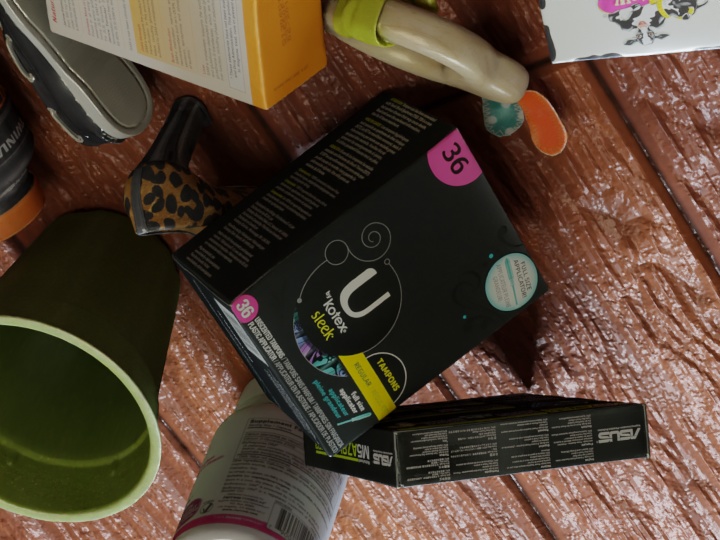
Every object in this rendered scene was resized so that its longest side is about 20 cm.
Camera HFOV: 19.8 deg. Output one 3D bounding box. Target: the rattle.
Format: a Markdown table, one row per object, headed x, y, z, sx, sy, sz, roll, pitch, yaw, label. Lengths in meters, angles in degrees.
| x | y | z | sx | sy | sz | roll | pitch | yaw | label |
| --- | --- | --- | --- | --- | --- | --- | --- | --- | --- |
| 0.076 | -0.182 | 1.417 | 0.199 | 0.143 | 0.130 | 20 | 162 | -23 | rattle |

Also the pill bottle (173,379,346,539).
| x | y | z | sx | sy | sz | roll | pitch | yaw | label |
| --- | --- | --- | --- | --- | --- | --- | --- | --- | --- |
| -0.074 | 0.178 | 1.619 | 0.113 | 0.200 | 0.114 | 8 | 129 | 10 | pill bottle |

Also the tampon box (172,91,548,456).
| x | y | z | sx | sy | sz | roll | pitch | yaw | label |
| --- | --- | --- | --- | --- | --- | --- | --- | --- | --- |
| 0.000 | 0.000 | 1.455 | 0.200 | 0.126 | 0.150 | -38 | 118 | -9 | tampon box |

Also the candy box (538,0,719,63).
| x | y | z | sx | sy | sz | roll | pitch | yaw | label |
| --- | --- | --- | --- | --- | --- | --- | --- | --- | --- |
| 0.189 | -0.239 | 1.311 | 0.167 | 0.072 | 0.200 | -4 | 126 | 18 | candy box |

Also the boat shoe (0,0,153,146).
| x | y | z | sx | sy | sz | roll | pitch | yaw | label |
| --- | --- | --- | --- | --- | --- | --- | --- | --- | --- |
| -0.228 | -0.175 | 1.482 | 0.060 | 0.074 | 0.200 | -17 | 119 | 43 | boat shoe |

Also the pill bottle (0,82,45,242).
| x | y | z | sx | sy | sz | roll | pitch | yaw | label |
| --- | --- | --- | --- | --- | --- | --- | --- | --- | --- |
| -0.312 | -0.114 | 1.529 | 0.106 | 0.106 | 0.200 | -14 | 123 | 25 | pill bottle |

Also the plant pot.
| x | y | z | sx | sy | sz | roll | pitch | yaw | label |
| --- | --- | --- | --- | --- | --- | --- | --- | --- | --- |
| -0.223 | 0.056 | 1.582 | 0.199 | 0.190 | 0.201 | 7 | 128 | 9 | plant pot |

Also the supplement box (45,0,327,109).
| x | y | z | sx | sy | sz | roll | pitch | yaw | label |
| --- | --- | --- | --- | --- | --- | --- | --- | --- | --- |
| -0.123 | -0.202 | 1.382 | 0.200 | 0.074 | 0.126 | 23 | 135 | 29 | supplement box |

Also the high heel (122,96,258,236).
| x | y | z | sx | sy | sz | roll | pitch | yaw | label |
| --- | --- | --- | --- | --- | --- | --- | --- | --- | --- |
| -0.101 | -0.015 | 1.522 | 0.071 | 0.143 | 0.200 | -22 | 118 | 29 | high heel |

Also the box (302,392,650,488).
| x | y | z | sx | sy | sz | roll | pitch | yaw | label |
| --- | --- | --- | --- | --- | --- | --- | --- | --- | --- |
| 0.080 | 0.122 | 1.516 | 0.199 | 0.193 | 0.048 | -4 | 93 | -22 | box |
